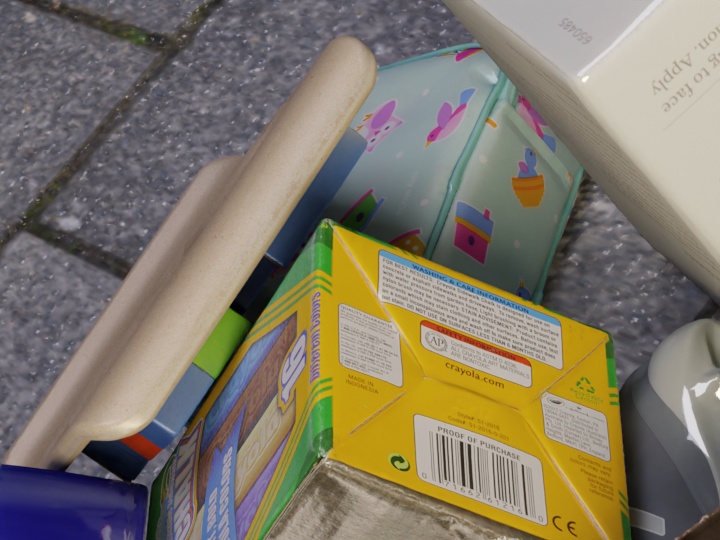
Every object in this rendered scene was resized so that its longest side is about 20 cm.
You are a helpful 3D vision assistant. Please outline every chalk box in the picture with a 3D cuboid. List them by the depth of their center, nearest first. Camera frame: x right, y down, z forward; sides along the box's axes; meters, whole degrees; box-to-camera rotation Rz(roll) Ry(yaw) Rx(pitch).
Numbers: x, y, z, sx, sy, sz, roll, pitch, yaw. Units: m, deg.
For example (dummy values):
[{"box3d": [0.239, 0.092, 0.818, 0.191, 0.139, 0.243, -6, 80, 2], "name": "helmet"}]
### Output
[{"box3d": [-0.005, 0.107, 0.942, 0.200, 0.124, 0.124, -54, 22, 37], "name": "chalk box"}]

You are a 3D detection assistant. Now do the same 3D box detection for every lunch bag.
[{"box3d": [0.000, 0.000, 1.128, 0.160, 0.077, 0.201, -7, 47, 42], "name": "lunch bag"}]

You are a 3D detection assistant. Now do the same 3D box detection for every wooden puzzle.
[{"box3d": [-0.063, 0.012, 1.036, 0.186, 0.046, 0.200, -58, 9, -19], "name": "wooden puzzle"}]

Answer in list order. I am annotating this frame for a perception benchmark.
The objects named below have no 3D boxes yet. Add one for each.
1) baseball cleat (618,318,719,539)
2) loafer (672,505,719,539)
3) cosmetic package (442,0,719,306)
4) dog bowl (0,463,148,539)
[{"box3d": [0.111, 0.111, 0.912, 0.106, 0.070, 0.201, -39, 27, 36], "name": "baseball cleat"}, {"box3d": [0.142, 0.087, 0.813, 0.200, 0.071, 0.073, -32, 68, -27], "name": "loafer"}, {"box3d": [0.153, -0.089, 0.952, 0.165, 0.200, 0.165, -43, 33, 0], "name": "cosmetic package"}, {"box3d": [-0.128, 0.173, 0.963, 0.078, 0.201, 0.201, 6, 42, -4], "name": "dog bowl"}]
